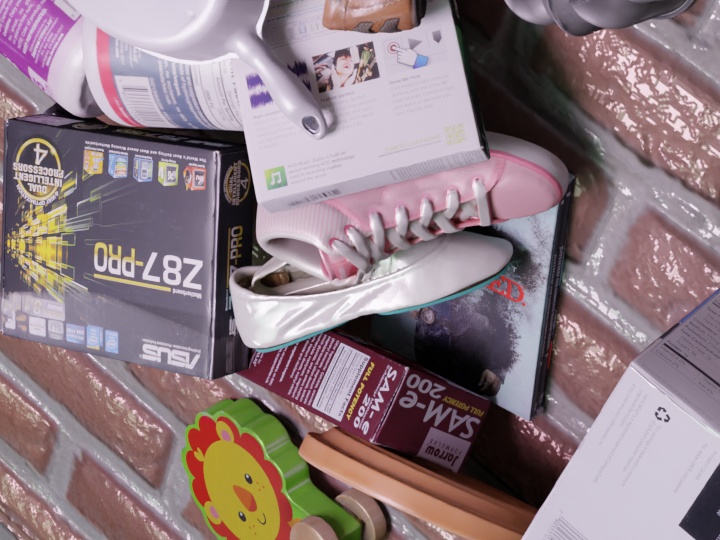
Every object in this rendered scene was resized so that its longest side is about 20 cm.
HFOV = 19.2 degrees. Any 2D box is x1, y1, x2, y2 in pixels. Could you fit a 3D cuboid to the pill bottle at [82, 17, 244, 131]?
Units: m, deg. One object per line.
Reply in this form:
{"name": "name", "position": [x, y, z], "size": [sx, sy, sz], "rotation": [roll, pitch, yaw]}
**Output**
{"name": "pill bottle", "position": [-0.072, -0.151, 1.413], "size": [0.200, 0.120, 0.120], "rotation": [5, 120, 25]}

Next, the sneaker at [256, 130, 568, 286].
{"name": "sneaker", "position": [0.027, -0.034, 1.345], "size": [0.200, 0.105, 0.075], "rotation": [7, 153, 12]}

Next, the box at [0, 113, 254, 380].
{"name": "box", "position": [-0.167, -0.020, 1.499], "size": [0.200, 0.049, 0.161], "rotation": [11, 105, 32]}

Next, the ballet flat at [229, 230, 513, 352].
{"name": "ballet flat", "position": [0.000, 0.000, 1.411], "size": [0.200, 0.069, 0.070], "rotation": [-17, 105, 20]}

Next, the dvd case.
{"name": "dvd case", "position": [0.072, -0.006, 1.456], "size": [0.146, 0.022, 0.200], "rotation": [27, 131, 28]}

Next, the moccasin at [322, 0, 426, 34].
{"name": "moccasin", "position": [0.002, -0.241, 1.277], "size": [0.078, 0.074, 0.202], "rotation": [1, 87, 6]}

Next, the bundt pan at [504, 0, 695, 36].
{"name": "bundt pan", "position": [0.121, -0.224, 1.229], "size": [0.202, 0.076, 0.202], "rotation": [23, 130, 30]}

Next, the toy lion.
{"name": "toy lion", "position": [-0.073, 0.206, 1.706], "size": [0.192, 0.069, 0.200], "rotation": [33, 135, 32]}

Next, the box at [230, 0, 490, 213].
{"name": "box", "position": [-0.010, -0.148, 1.313], "size": [0.144, 0.036, 0.200], "rotation": [-13, 78, 9]}

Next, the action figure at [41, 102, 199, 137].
{"name": "action figure", "position": [-0.161, -0.056, 1.583], "size": [0.200, 0.102, 0.119], "rotation": [48, 136, 23]}

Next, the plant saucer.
{"name": "plant saucer", "position": [0.054, 0.153, 1.478], "size": [0.200, 0.200, 0.032], "rotation": [24, 90, 30]}

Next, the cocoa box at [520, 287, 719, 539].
{"name": "cocoa box", "position": [0.215, 0.129, 1.328], "size": [0.133, 0.131, 0.200], "rotation": [40, 137, 17]}

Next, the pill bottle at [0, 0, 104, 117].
{"name": "pill bottle", "position": [-0.238, -0.210, 1.542], "size": [0.200, 0.112, 0.112], "rotation": [41, 137, 16]}

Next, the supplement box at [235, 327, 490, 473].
{"name": "supplement box", "position": [-0.019, 0.072, 1.502], "size": [0.200, 0.109, 0.061], "rotation": [25, 90, 39]}

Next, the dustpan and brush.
{"name": "dustpan and brush", "position": [-0.089, -0.157, 1.285], "size": [0.140, 0.057, 0.200], "rotation": [-43, 73, 25]}
